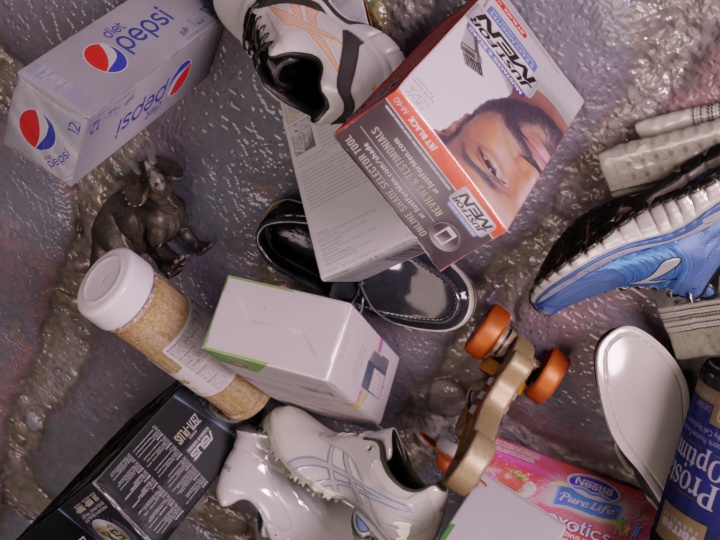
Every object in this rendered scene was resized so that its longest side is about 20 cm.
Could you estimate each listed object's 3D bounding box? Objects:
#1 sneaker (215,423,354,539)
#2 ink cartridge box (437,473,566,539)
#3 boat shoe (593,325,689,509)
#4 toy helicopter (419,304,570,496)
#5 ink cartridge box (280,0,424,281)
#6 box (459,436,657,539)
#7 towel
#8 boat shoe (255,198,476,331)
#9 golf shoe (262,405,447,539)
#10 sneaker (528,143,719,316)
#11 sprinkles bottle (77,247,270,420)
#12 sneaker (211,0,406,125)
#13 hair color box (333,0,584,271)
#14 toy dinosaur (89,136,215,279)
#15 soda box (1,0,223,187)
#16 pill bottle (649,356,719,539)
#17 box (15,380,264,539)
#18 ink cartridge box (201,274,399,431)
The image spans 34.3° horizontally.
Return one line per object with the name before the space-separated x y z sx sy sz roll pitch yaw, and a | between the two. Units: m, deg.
sneaker | -0.050 0.225 1.102 0.199 0.088 0.074 33 169 -12
ink cartridge box | 0.072 0.287 0.938 0.082 0.147 0.201 30 130 13
boat shoe | 0.236 0.129 0.930 0.074 0.060 0.201 -35 105 -5
toy helicopter | 0.090 0.121 0.911 0.079 0.200 0.133 36 113 1
ink cartridge box | -0.001 -0.103 0.894 0.108 0.050 0.203 -23 75 37
box | 0.184 0.239 1.005 0.198 0.096 0.101 19 128 17
towel | 0.286 -0.033 0.823 0.198 0.035 0.194 -13 116 31
boat shoe | 0.000 0.000 0.962 0.198 0.062 0.075 25 110 12
golf shoe | 0.000 0.165 1.014 0.199 0.078 0.098 38 112 28
sneaker | 0.204 -0.007 0.807 0.199 0.079 0.090 -28 106 36
sprinkles bottle | -0.159 0.060 1.038 0.068 0.069 0.200 -16 138 34
sneaker | -0.053 -0.169 0.845 0.199 0.079 0.074 38 135 35
hair color box | 0.073 -0.102 0.774 0.064 0.200 0.111 -31 104 38
toy dinosaur | -0.199 -0.037 1.056 0.199 0.077 0.103 -35 89 44
soda box | -0.180 -0.147 0.877 0.063 0.200 0.069 32 131 4
pill bottle | 0.278 0.175 0.857 0.111 0.112 0.203 17 99 16
box | -0.208 0.199 1.118 0.086 0.200 0.163 47 129 -6
ink cartridge box | -0.040 0.076 1.000 0.116 0.068 0.200 13 164 20
